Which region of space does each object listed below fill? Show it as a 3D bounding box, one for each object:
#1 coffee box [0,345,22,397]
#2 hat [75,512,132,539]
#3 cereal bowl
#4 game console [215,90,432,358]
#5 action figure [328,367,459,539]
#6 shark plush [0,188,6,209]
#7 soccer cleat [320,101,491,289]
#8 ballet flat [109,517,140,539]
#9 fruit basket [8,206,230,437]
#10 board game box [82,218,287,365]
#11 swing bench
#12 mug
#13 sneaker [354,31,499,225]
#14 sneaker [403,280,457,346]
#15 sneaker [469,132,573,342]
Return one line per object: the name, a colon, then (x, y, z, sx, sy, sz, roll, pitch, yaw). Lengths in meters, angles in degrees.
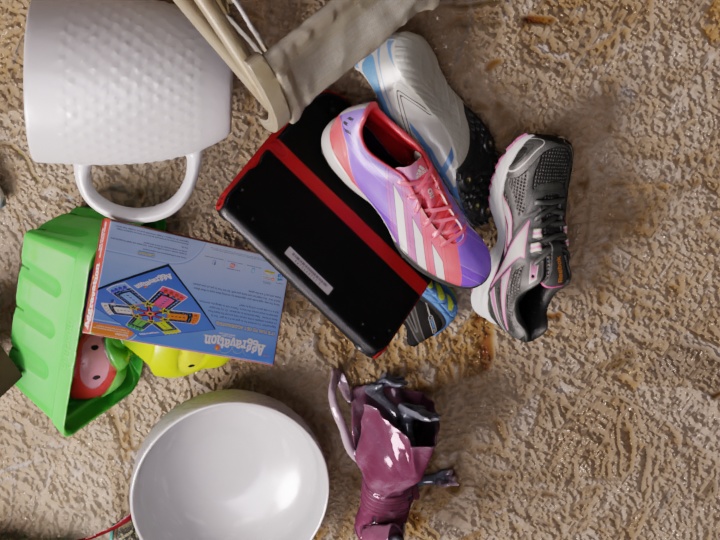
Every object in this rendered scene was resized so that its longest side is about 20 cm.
coffee box: (-0.430, 0.116, 1.476, 0.199, 0.113, 0.080, -13, 116, 49)
hat: (-0.309, 0.312, 1.620, 0.175, 0.199, 0.167, -37, 123, -18)
cereal bowl: (-0.132, 0.206, 1.523, 0.197, 0.083, 0.203, -3, 110, -9)
game console: (-0.013, -0.046, 1.367, 0.200, 0.177, 0.031, 43, 150, -10)
action figure: (0.021, 0.214, 1.489, 0.147, 0.134, 0.203, 12, 112, 4)
shark plush: (-0.446, -0.072, 1.472, 0.197, 0.092, 0.084, -15, 141, 10)
soccer cleat: (0.050, -0.064, 1.345, 0.200, 0.068, 0.073, 47, 150, -8)
ballet flat: (-0.242, 0.358, 1.631, 0.074, 0.068, 0.203, 11, 111, -4)
fruit basket: (-0.219, 0.053, 1.457, 0.213, 0.155, 0.219, 9, 112, 23)
board game box: (-0.157, 0.022, 1.409, 0.198, 0.019, 0.105, 13, 84, -36)
swing bench: (-0.048, -0.252, 1.250, 0.198, 0.130, 0.201, -40, 99, -9)
mug: (-0.200, -0.142, 1.354, 0.173, 0.148, 0.203, 1, 104, -3)
sneaker: (0.064, -0.127, 1.378, 0.072, 0.072, 0.201, -4, 125, 47)
sneaker: (0.000, 0.000, 1.432, 0.199, 0.071, 0.083, 39, 107, -13)
sneaker: (0.164, -0.025, 1.378, 0.079, 0.086, 0.202, -10, 125, -26)
